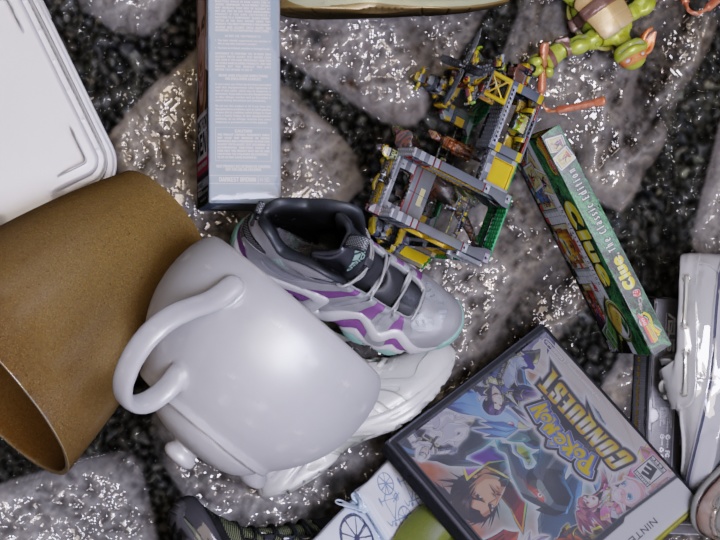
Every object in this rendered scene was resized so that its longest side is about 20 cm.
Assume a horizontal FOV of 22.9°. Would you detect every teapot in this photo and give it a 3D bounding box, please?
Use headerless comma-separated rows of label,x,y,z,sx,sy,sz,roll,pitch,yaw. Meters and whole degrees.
teapot,-0.092,0.081,1.303,0.200,0.197,0.146,42,85,-17

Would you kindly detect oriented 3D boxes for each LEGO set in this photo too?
LEGO set,0.052,-0.097,1.427,0.115,0.154,0.201,24,91,-27

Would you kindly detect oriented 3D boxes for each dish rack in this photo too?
dish rack,-0.301,-0.126,1.411,0.171,0.044,0.201,-27,95,-12

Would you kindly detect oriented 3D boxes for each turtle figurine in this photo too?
turtle figurine,0.207,-0.234,1.508,0.199,0.064,0.162,-33,87,-2

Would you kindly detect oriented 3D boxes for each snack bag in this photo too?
snack bag,0.045,0.253,1.433,0.200,0.021,0.189,-39,97,-43

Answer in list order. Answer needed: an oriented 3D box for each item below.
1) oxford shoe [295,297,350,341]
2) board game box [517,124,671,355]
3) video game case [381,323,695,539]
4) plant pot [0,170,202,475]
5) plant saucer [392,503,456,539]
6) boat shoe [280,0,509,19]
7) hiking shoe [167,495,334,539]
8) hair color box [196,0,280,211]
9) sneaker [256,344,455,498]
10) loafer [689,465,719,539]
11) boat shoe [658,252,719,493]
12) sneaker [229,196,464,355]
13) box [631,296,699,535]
oxford shoe,-0.067,0.029,1.448,0.198,0.058,0.076,-1,90,-10
board game box,0.188,-0.023,1.477,0.023,0.105,0.201,-28,93,-12
video game case,0.147,0.167,1.441,0.180,0.026,0.200,-35,74,-24
plant pot,-0.219,0.021,1.367,0.200,0.186,0.187,-44,97,-22
plant saucer,0.103,0.276,1.436,0.199,0.031,0.202,18,60,-34
boat shoe,0.026,-0.242,1.467,0.198,0.073,0.065,-2,94,-12
hiking shoe,-0.066,0.231,1.441,0.200,0.076,0.101,41,72,-17
hair color box,-0.099,-0.151,1.425,0.060,0.099,0.202,0,88,-11
sneaker,-0.017,0.098,1.448,0.199,0.078,0.100,-31,91,-12
loafer,0.361,0.175,1.458,0.199,0.063,0.073,-16,114,-30
boat shoe,0.277,0.084,1.464,0.065,0.072,0.202,9,103,22
sneaker,0.000,0.000,1.365,0.199,0.140,0.078,19,71,-8
box,0.313,0.126,1.527,0.157,0.048,0.202,3,88,-12
